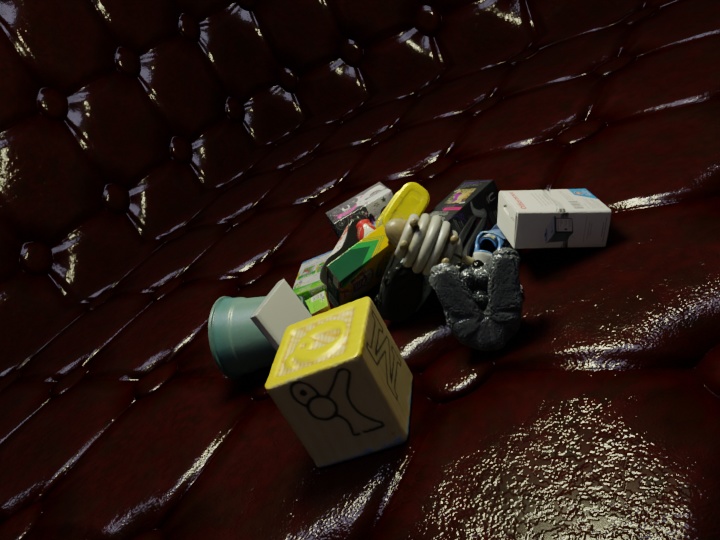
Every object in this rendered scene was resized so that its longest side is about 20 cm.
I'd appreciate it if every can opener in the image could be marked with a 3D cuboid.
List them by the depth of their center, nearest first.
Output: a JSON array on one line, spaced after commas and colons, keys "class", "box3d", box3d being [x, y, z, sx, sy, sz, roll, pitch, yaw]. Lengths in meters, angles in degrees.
[{"class": "can opener", "box3d": [0.236, -0.051, 1.526, 0.063, 0.079, 0.202, 13, 57, 19]}]

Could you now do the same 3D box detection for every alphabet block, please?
[{"class": "alphabet block", "box3d": [-0.031, 0.203, 1.223, 0.193, 0.202, 0.197, -21, 24, 16]}]

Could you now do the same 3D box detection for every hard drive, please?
[{"class": "hard drive", "box3d": [-0.148, 0.137, 1.483, 0.026, 0.201, 0.132, -21, 23, 38]}]

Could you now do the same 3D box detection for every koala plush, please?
[{"class": "koala plush", "box3d": [0.239, 0.051, 1.318, 0.175, 0.186, 0.200, -14, 5, 11]}]

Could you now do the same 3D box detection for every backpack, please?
[{"class": "backpack", "box3d": [0.120, 0.000, 1.520, 0.152, 0.164, 0.201, 13, 40, -5]}]

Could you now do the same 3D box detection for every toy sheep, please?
[{"class": "toy sheep", "box3d": [0.141, -0.051, 1.365, 0.139, 0.198, 0.138, -63, -1, -2]}]

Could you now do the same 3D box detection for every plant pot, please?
[{"class": "plant pot", "box3d": [-0.227, 0.144, 1.593, 0.193, 0.202, 0.201, -12, 28, 18]}]

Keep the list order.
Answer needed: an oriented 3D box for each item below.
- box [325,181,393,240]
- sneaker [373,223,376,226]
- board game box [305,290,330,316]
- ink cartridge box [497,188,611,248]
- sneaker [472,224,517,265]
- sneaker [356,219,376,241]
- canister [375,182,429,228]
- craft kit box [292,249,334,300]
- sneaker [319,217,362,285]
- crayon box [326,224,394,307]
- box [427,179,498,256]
[{"class": "box", "box3d": [0.013, -0.160, 2.002, 0.198, 0.116, 0.132, -31, 23, -3]}, {"class": "sneaker", "box3d": [0.085, -0.103, 1.862, 0.199, 0.074, 0.082, -32, 26, -4]}, {"class": "board game box", "box3d": [-0.173, 0.126, 1.753, 0.198, 0.030, 0.096, -26, 23, 2]}, {"class": "ink cartridge box", "box3d": [0.403, -0.112, 1.413, 0.197, 0.087, 0.147, -3, 25, -2]}, {"class": "sneaker", "box3d": [0.300, -0.057, 1.486, 0.073, 0.083, 0.201, 1, 37, 28]}, {"class": "sneaker", "box3d": [0.029, -0.077, 1.736, 0.076, 0.086, 0.200, -28, -20, -5]}, {"class": "canister", "box3d": [0.105, -0.144, 1.708, 0.149, 0.086, 0.200, -55, 1, -2]}, {"class": "craft kit box", "box3d": [-0.089, 0.007, 1.877, 0.198, 0.049, 0.198, -21, 22, 19]}, {"class": "sneaker", "box3d": [-0.046, -0.039, 1.802, 0.203, 0.067, 0.108, -62, 0, -14]}, {"class": "crayon box", "box3d": [0.000, 0.000, 1.628, 0.172, 0.058, 0.201, -36, -18, -16]}, {"class": "box", "box3d": [0.254, -0.120, 1.641, 0.200, 0.123, 0.106, -40, 25, -25]}]
